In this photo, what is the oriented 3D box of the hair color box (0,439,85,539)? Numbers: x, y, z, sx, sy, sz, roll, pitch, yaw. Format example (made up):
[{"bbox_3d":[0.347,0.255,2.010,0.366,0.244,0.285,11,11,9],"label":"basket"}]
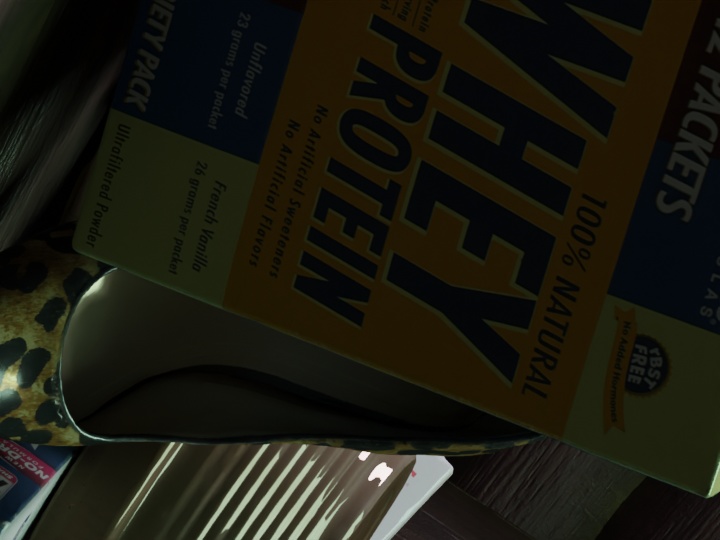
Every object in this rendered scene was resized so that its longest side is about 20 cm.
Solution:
[{"bbox_3d":[-0.140,0.076,1.022,0.100,0.061,0.200,-57,178,21],"label":"hair color box"}]

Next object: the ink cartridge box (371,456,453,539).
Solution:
[{"bbox_3d":[-0.076,0.116,1.441,0.200,0.145,0.083,-46,-157,-6],"label":"ink cartridge box"}]

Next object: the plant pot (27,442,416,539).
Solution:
[{"bbox_3d":[-0.044,0.085,1.065,0.201,0.093,0.201,-54,172,-11],"label":"plant pot"}]

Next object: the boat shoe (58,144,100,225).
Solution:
[{"bbox_3d":[-0.049,-0.048,1.003,0.200,0.074,0.069,-56,-176,28],"label":"boat shoe"}]

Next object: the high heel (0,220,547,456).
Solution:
[{"bbox_3d":[-0.038,0.030,0.885,0.200,0.143,0.071,-5,106,-43],"label":"high heel"}]

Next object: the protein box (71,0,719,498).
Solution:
[{"bbox_3d":[0.057,-0.043,0.854,0.199,0.200,0.135,-15,124,-68],"label":"protein box"}]
